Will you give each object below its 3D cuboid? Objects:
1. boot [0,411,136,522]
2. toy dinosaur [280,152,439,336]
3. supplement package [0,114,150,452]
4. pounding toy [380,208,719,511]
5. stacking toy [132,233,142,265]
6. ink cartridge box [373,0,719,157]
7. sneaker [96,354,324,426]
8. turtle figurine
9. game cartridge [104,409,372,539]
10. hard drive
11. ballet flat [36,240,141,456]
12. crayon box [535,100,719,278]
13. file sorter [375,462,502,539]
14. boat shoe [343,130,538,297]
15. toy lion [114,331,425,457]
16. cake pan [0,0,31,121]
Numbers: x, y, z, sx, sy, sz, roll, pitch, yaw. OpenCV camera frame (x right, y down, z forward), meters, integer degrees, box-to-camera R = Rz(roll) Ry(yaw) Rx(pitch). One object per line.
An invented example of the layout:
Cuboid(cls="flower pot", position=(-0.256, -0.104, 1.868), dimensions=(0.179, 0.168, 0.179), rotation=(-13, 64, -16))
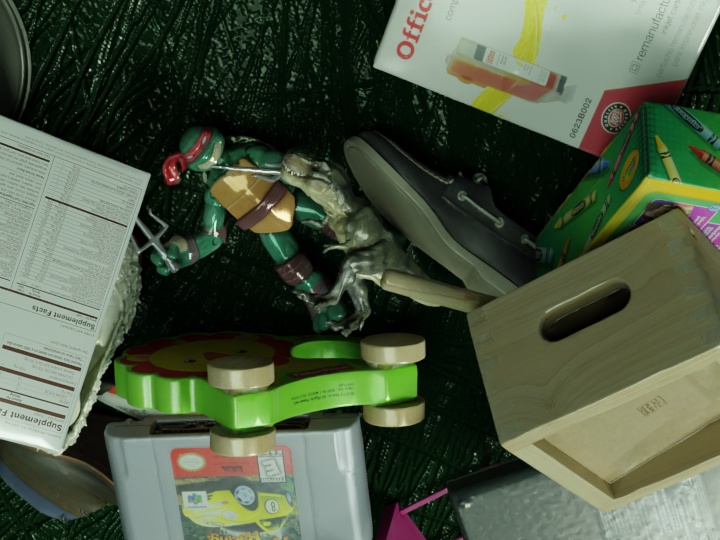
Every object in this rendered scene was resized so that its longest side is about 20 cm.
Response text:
Cuboid(cls="boot", position=(-0.217, 0.173, 1.328), dimensions=(0.200, 0.075, 0.097), rotation=(31, 136, -3))
Cuboid(cls="toy dinosaur", position=(0.000, 0.000, 1.123), dimensions=(0.088, 0.047, 0.200), rotation=(-52, 131, -7))
Cuboid(cls="supplement package", position=(-0.276, -0.001, 1.099), dimensions=(0.147, 0.191, 0.200), rotation=(21, 83, -33))
Cuboid(cls="pounding toy", position=(0.152, 0.051, 1.035), dimensions=(0.200, 0.142, 0.184), rotation=(-27, 144, 21))
Cuboid(cls="stacking toy", position=(-0.261, 0.019, 1.247), dimensions=(0.200, 0.085, 0.085), rotation=(-21, 110, 17))
Cuboid(cls="ink cartridge box", position=(0.126, -0.174, 1.058), dimensions=(0.200, 0.083, 0.145), rotation=(22, 119, 1))
Cuboid(cls="sneaker", position=(-0.130, 0.134, 1.278), dimensions=(0.201, 0.067, 0.108), rotation=(7, 115, 6))
Cuboid(cls="turtle figurine", position=(-0.073, -0.048, 1.158), dimensions=(0.200, 0.101, 0.150), rotation=(36, 126, -21))
Cuboid(cls="game cartridge", position=(-0.093, 0.175, 1.240), dimensions=(0.200, 0.041, 0.133), rotation=(-3, 119, 7))
Cuboid(cls="hard drive", position=(0.176, 0.187, 1.142), dimensions=(0.200, 0.033, 0.140), rotation=(-19, 106, 1))
Cuboid(cls="ballet flat", position=(-0.211, 0.058, 1.198), dimensions=(0.072, 0.072, 0.200), rotation=(21, 117, 2))
Cuboid(cls="crayon box", position=(0.205, -0.031, 1.056), dimensions=(0.119, 0.058, 0.200), rotation=(8, 153, -12))
Cuboid(cls="file sorter", position=(0.113, 0.276, 1.256), dimensions=(0.125, 0.139, 0.200), rotation=(-29, 107, 22))
Cuboid(cls="boat shoe", position=(0.074, -0.040, 1.164), dimensions=(0.200, 0.073, 0.063), rotation=(43, 74, -4))
Cuboid(cls="toy lion", position=(-0.076, 0.077, 1.193), dimensions=(0.200, 0.192, 0.069), rotation=(-7, 103, -28))
Cuboid(cls="cake pan", position=(-0.350, -0.162, 1.196), dimensions=(0.200, 0.037, 0.200), rotation=(5, 117, 10))
